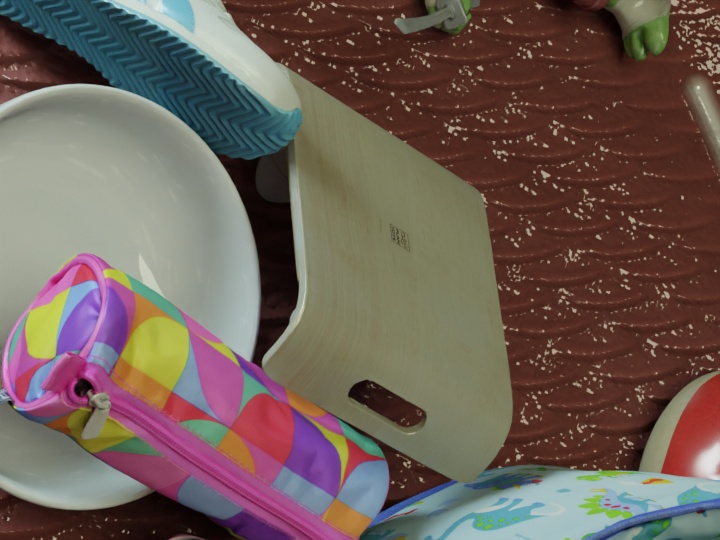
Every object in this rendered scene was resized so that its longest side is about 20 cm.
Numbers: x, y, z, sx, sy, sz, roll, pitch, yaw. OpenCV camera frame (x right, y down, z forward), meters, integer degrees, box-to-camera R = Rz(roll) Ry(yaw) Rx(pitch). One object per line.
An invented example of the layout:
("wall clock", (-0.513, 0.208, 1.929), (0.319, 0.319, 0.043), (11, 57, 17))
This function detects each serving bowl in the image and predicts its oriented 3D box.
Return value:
("serving bowl", (-0.146, 0.012, 1.316), (0.199, 0.066, 0.201), (0, 90, -38))

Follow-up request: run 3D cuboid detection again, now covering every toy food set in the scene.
("toy food set", (0.000, 0.000, 1.369), (0.143, 0.060, 0.201), (31, 36, -34))

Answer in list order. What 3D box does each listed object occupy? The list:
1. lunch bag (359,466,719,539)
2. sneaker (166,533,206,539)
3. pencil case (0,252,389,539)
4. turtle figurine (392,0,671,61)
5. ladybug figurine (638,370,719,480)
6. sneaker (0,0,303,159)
("lunch bag", (0.107, 0.158, 1.362), (0.200, 0.170, 0.128), (-28, 108, -34))
("sneaker", (-0.141, 0.192, 1.294), (0.199, 0.082, 0.070), (-27, 115, -12))
("pencil case", (-0.077, 0.073, 1.275), (0.200, 0.088, 0.089), (33, 63, -32))
("turtle figurine", (0.108, -0.172, 1.473), (0.193, 0.200, 0.144), (23, 102, -27))
("ladybug figurine", (0.216, 0.145, 1.489), (0.135, 0.072, 0.201), (3, 78, -23))
("sneaker", (-0.102, -0.133, 1.346), (0.200, 0.077, 0.081), (37, 57, 14))
